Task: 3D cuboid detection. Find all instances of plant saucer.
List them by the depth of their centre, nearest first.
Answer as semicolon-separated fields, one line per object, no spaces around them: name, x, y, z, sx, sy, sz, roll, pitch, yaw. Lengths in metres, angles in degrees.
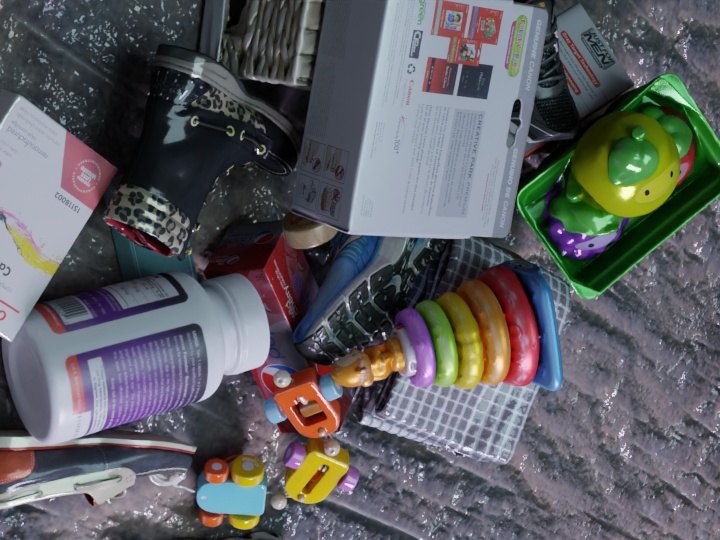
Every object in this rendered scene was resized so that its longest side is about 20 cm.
plant saucer;-0.169;0.005;1.448;0.070;0.019;0.201;-28;122;-33

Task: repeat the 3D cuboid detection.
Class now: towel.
towel;0.097;0.073;1.579;0.165;0.085;0.201;23;87;-35

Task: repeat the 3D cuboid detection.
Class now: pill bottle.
pill bottle;-0.180;0.064;1.378;0.199;0.111;0.112;-14;115;-29

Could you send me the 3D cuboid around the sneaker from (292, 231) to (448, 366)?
sneaker;0.000;0.000;1.500;0.200;0.090;0.079;-53;140;-24

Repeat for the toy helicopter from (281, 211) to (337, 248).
toy helicopter;0.001;-0.079;1.461;0.200;0.132;0.079;-52;137;-44

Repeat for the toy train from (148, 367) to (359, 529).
toy train;-0.084;0.152;1.511;0.199;0.056;0.150;-27;123;20

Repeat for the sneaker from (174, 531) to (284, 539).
sneaker;-0.123;0.289;1.551;0.199;0.088;0.074;-8;113;-39

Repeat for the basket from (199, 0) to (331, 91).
basket;-0.018;-0.216;1.429;0.199;0.123;0.136;-1;105;-42

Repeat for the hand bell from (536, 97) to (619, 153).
hand bell;0.181;-0.127;1.692;0.199;0.104;0.105;-2;107;-29

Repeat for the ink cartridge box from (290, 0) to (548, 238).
ink cartridge box;0.050;-0.131;1.369;0.175;0.084;0.201;3;102;-39

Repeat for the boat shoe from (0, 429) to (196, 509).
boat shoe;-0.228;0.166;1.412;0.199;0.071;0.063;3;88;-37

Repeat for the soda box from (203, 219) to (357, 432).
soda box;-0.068;0.054;1.513;0.200;0.063;0.070;67;32;-34

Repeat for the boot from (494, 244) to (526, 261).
boot;0.084;0.028;1.655;0.200;0.074;0.155;46;73;-31

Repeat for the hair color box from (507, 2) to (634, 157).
hair color box;0.157;-0.166;1.622;0.200;0.061;0.102;-32;87;-29

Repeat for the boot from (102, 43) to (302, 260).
boot;-0.129;-0.078;1.384;0.204;0.073;0.154;39;68;-59

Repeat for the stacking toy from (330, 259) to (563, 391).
stacking toy;0.067;0.064;1.464;0.199;0.116;0.110;-13;100;-16

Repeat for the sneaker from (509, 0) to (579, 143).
sneaker;0.149;-0.213;1.548;0.080;0.086;0.201;-23;84;-27

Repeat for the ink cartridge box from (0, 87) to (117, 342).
ink cartridge box;-0.289;-0.027;1.289;0.116;0.067;0.200;38;78;-44

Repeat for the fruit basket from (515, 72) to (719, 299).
fruit basket;0.251;-0.085;1.582;0.216;0.215;0.156;-44;110;-21
